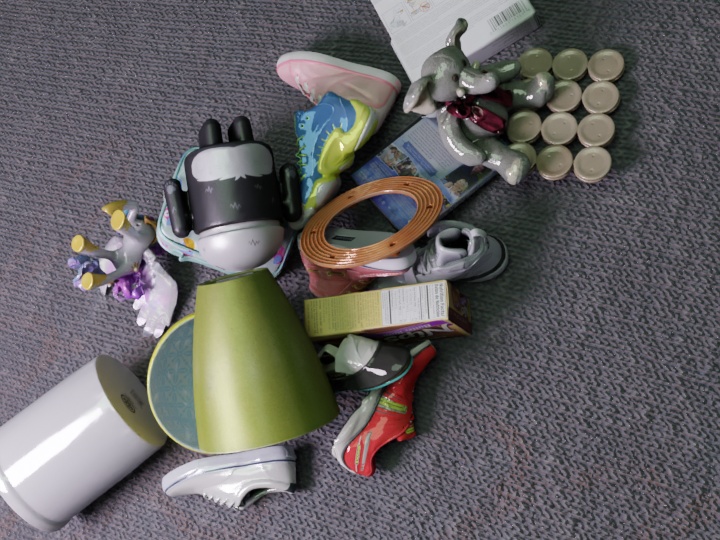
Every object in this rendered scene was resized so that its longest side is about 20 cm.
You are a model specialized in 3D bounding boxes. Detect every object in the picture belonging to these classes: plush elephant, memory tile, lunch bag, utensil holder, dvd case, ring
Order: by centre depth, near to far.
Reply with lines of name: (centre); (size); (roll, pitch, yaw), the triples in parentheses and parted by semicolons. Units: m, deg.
ring: (0.015, -0.061, 1.445); (0.198, 0.019, 0.201); (-16, 32, 10)
plush elephant: (0.142, -0.234, 1.448); (0.199, 0.155, 0.166); (19, 75, 28)
memory tile: (0.272, -0.211, 1.489); (0.152, 0.017, 0.202); (4, 69, 21)
dvd case: (0.100, -0.146, 1.529); (0.199, 0.018, 0.143); (-39, 62, -5)
utensil holder: (-0.398, 0.240, 1.553); (0.199, 0.170, 0.171); (-36, 65, 7)
lunch bag: (-0.188, -0.074, 1.565); (0.198, 0.077, 0.162); (21, 82, -9)

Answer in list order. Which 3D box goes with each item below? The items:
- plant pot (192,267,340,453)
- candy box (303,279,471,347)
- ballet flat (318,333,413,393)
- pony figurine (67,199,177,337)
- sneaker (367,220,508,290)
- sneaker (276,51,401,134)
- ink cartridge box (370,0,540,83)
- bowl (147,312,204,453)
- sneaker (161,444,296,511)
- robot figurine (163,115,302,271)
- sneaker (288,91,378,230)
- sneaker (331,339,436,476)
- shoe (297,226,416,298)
plant pot: (-0.138, 0.104, 1.398); (0.185, 0.187, 0.202); (-12, 95, 18)
candy box: (0.037, 0.063, 1.460); (0.198, 0.117, 0.057); (-7, 74, 19)
ballet flat: (-0.014, 0.123, 1.434); (0.199, 0.068, 0.068); (-23, 31, 53)
pony figurine: (-0.335, -0.017, 1.609); (0.166, 0.200, 0.194); (35, 104, 21)
sneaker: (0.090, -0.014, 1.461); (0.198, 0.115, 0.076); (-15, 69, 17)
sneaker: (-0.047, -0.251, 1.607); (0.198, 0.075, 0.106); (16, 76, 21)
ink cartridge box: (0.133, -0.373, 1.591); (0.199, 0.044, 0.175); (-30, 65, 11)
bowl: (-0.202, 0.140, 1.524); (0.201, 0.199, 0.108); (-55, 21, -1)
sneaker: (-0.180, 0.291, 1.503); (0.198, 0.073, 0.071); (-16, 66, 17)
robot figurine: (-0.169, -0.100, 1.471); (0.149, 0.125, 0.202); (-11, 86, 23)
sneaker: (-0.065, -0.159, 1.534); (0.105, 0.076, 0.201); (34, 87, 4)
sneaker: (0.046, 0.183, 1.458); (0.085, 0.077, 0.201); (36, 91, 6)
shoe: (0.000, 0.000, 1.479); (0.199, 0.071, 0.092); (11, 122, 41)
